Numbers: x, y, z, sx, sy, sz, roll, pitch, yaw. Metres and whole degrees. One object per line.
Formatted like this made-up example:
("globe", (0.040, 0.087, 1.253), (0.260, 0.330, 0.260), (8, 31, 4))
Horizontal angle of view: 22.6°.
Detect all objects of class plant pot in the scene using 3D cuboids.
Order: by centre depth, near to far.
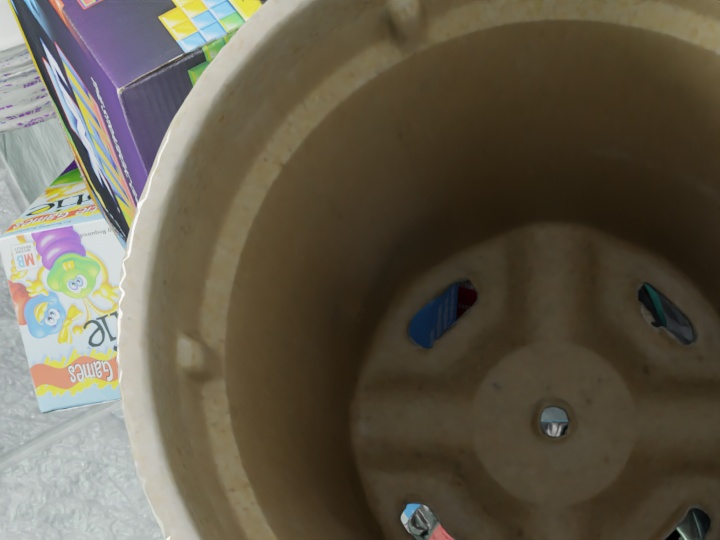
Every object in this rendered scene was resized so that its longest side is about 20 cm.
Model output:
("plant pot", (0.053, 0.028, 0.477), (0.201, 0.200, 0.184), (59, 178, 13))

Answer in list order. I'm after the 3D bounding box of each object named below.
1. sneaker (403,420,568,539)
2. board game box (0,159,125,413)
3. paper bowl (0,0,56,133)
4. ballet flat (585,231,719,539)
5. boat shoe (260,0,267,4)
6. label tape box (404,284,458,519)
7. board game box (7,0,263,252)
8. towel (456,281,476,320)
("sneaker", (0.064, 0.104, 0.720), (0.200, 0.095, 0.080), (-36, 80, 41))
("board game box", (-0.129, -0.006, 1.059), (0.200, 0.104, 0.104), (-79, -22, -73))
("paper bowl", (-0.216, -0.180, 1.019), (0.201, 0.200, 0.105), (53, 164, 36))
("ballet flat", (0.082, 0.041, 0.599), (0.201, 0.073, 0.073), (59, 167, 15))
("boat shoe", (-0.044, -0.158, 0.646), (0.200, 0.072, 0.062), (57, -169, 32))
("label tape box", (0.000, 0.000, 0.766), (0.200, 0.066, 0.143), (56, 168, 19))
("board game box", (-0.071, -0.053, 0.652), (0.166, 0.056, 0.201), (54, 166, 39))
("towel", (0.032, -0.040, 0.738), (0.201, 0.022, 0.145), (66, 168, -15))
